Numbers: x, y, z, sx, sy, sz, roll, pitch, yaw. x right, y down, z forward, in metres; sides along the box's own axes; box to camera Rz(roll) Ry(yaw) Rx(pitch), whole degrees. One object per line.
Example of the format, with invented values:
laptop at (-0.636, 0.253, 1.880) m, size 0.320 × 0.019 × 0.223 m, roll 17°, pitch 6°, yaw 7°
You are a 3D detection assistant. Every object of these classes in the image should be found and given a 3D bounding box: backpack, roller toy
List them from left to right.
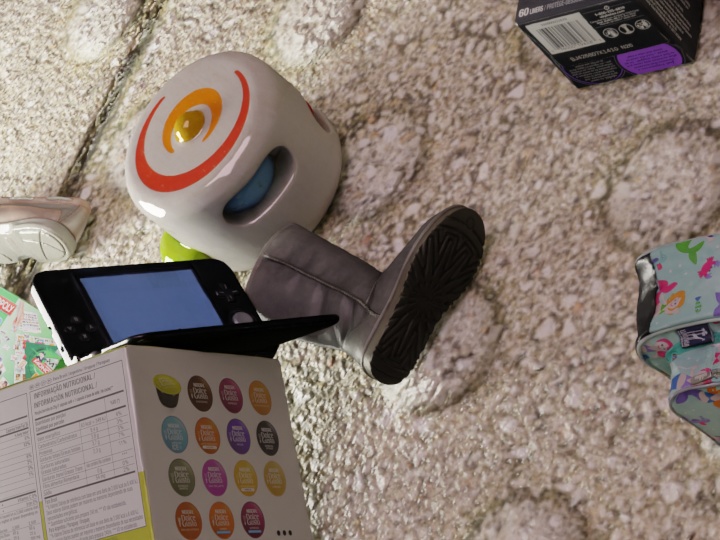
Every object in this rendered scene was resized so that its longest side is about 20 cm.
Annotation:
roller toy at (-0.122, -0.107, 1.829) m, size 0.182 × 0.140 × 0.200 m, roll -15°, pitch 53°, yaw 33°
backpack at (0.303, 0.040, 1.327) m, size 0.200 × 0.177 × 0.151 m, roll -24°, pitch 50°, yaw 31°

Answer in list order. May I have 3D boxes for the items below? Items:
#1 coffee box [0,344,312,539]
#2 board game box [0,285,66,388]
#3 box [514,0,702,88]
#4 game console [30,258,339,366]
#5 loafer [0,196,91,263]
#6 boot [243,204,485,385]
coffee box at (-0.184, 0.183, 1.600) m, size 0.200 × 0.200 × 0.198 m, roll -20°, pitch 73°, yaw 32°
board game box at (-0.364, 0.094, 1.986) m, size 0.200 × 0.029 × 0.135 m, roll 26°, pitch 80°, yaw 48°
box at (0.221, -0.274, 1.668) m, size 0.122 × 0.106 × 0.200 m, roll -10°, pitch 56°, yaw 36°
game console at (-0.151, 0.025, 1.656) m, size 0.176 × 0.200 × 0.116 m, roll 58°, pitch 136°, yaw 34°
loafer at (-0.365, -0.049, 2.066) m, size 0.200 × 0.072 × 0.063 m, roll 5°, pitch 49°, yaw 36°
boot at (-0.001, -0.002, 1.714) m, size 0.182 × 0.073 × 0.200 m, roll -55°, pitch 35°, yaw -4°
